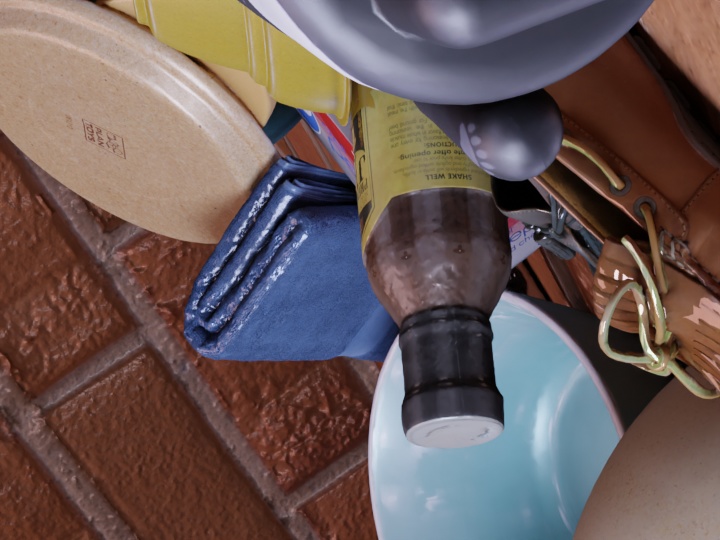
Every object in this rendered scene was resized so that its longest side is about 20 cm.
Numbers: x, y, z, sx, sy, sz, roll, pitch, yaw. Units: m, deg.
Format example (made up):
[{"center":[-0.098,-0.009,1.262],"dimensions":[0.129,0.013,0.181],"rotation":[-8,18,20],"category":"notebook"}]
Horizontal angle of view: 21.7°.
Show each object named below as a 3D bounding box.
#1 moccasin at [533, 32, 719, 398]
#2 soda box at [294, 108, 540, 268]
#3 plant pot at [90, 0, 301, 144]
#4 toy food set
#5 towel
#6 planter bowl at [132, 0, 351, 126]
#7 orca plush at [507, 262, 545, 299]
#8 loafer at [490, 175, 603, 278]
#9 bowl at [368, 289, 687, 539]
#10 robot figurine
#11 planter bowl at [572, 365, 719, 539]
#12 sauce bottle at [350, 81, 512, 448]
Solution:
[{"center":[0.101,-0.003,0.613],"dimensions":[0.202,0.077,0.074],"rotation":[55,176,19],"category":"moccasin"},{"center":[0.010,-0.081,0.888],"dimensions":[0.200,0.063,0.070],"rotation":[52,173,31],"category":"soda box"},{"center":[-0.112,-0.180,1.041],"dimensions":[0.201,0.199,0.188],"rotation":[55,168,17],"category":"plant pot"},{"center":[-0.120,-0.086,0.954],"dimensions":[0.197,0.049,0.200],"rotation":[19,155,23],"category":"toy food set"},{"center":[0.000,0.000,0.978],"dimensions":[0.199,0.112,0.049],"rotation":[3,-139,-53],"category":"towel"},{"center":[-0.061,-0.154,0.782],"dimensions":[0.200,0.083,0.202],"rotation":[170,90,-86],"category":"planter bowl"},{"center":[0.095,0.059,1.212],"dimensions":[0.105,0.071,0.200],"rotation":[53,175,39],"category":"orca plush"},{"center":[0.065,-0.054,0.737],"dimensions":[0.072,0.063,0.201],"rotation":[52,174,47],"category":"loafer"},{"center":[0.102,0.102,0.909],"dimensions":[0.200,0.104,0.203],"rotation":[14,107,52],"category":"bowl"},{"center":[0.014,-0.114,0.484],"dimensions":[0.124,0.151,0.200],"rotation":[18,-169,-22],"category":"robot figurine"},{"center":[0.152,0.136,0.713],"dimensions":[0.201,0.134,0.200],"rotation":[56,175,7],"category":"planter bowl"},{"center":[0.030,-0.028,0.776],"dimensions":[0.065,0.064,0.202],"rotation":[64,-160,-64],"category":"sauce bottle"}]
